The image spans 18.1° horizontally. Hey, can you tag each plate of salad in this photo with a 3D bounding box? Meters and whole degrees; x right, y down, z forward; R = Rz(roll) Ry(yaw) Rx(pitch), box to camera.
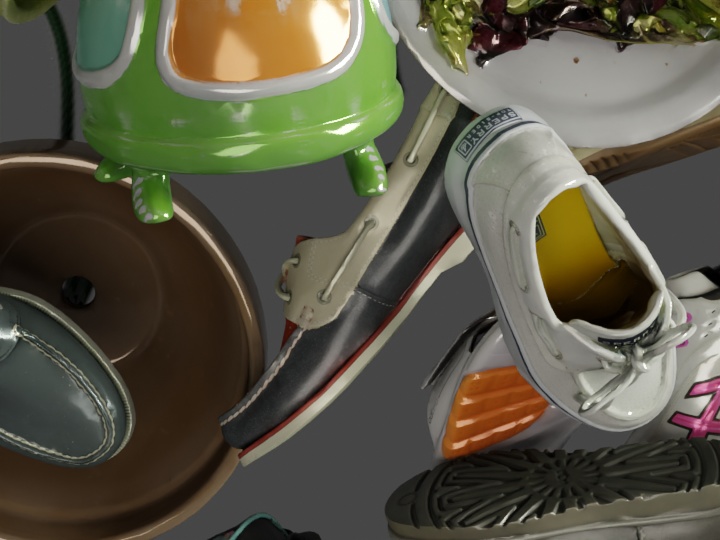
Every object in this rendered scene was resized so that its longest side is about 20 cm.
[{"bbox_3d":[0.099,-0.154,0.977,0.199,0.048,0.201,1,84,-13],"label":"plate of salad"}]

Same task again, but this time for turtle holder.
[{"bbox_3d":[-0.050,-0.107,0.958,0.140,0.186,0.133,-2,108,12],"label":"turtle holder"}]

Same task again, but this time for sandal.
[{"bbox_3d":[0.062,0.067,1.101,0.079,0.059,0.207,0,135,-25],"label":"sandal"}]

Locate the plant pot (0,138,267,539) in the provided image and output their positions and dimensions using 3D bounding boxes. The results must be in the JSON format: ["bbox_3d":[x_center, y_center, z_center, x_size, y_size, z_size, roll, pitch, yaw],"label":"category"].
[{"bbox_3d":[-0.141,0.026,1.073,0.200,0.093,0.202,0,111,1],"label":"plant pot"}]

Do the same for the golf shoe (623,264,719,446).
[{"bbox_3d":[0.169,0.042,1.084,0.092,0.073,0.200,38,99,-8],"label":"golf shoe"}]

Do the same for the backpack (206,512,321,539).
[{"bbox_3d":[-0.074,0.243,1.100,0.153,0.200,0.176,-26,111,29],"label":"backpack"}]

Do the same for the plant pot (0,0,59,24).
[{"bbox_3d":[-0.161,-0.237,0.932,0.184,0.200,0.201,35,109,1],"label":"plant pot"}]

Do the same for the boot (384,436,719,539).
[{"bbox_3d":[0.112,0.184,1.069,0.181,0.073,0.201,-3,117,13],"label":"boot"}]

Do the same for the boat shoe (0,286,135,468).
[{"bbox_3d":[-0.189,0.032,0.995,0.200,0.062,0.073,37,108,-11],"label":"boat shoe"}]

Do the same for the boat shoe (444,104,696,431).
[{"bbox_3d":[0.106,0.018,0.969,0.074,0.086,0.202,-36,135,-8],"label":"boat shoe"}]

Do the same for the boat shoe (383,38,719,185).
[{"bbox_3d":[0.095,-0.076,1.047,0.199,0.072,0.072,-18,80,20],"label":"boat shoe"}]

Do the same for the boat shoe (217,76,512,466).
[{"bbox_3d":[0.000,0.000,1.001,0.063,0.071,0.200,41,98,-3],"label":"boat shoe"}]
